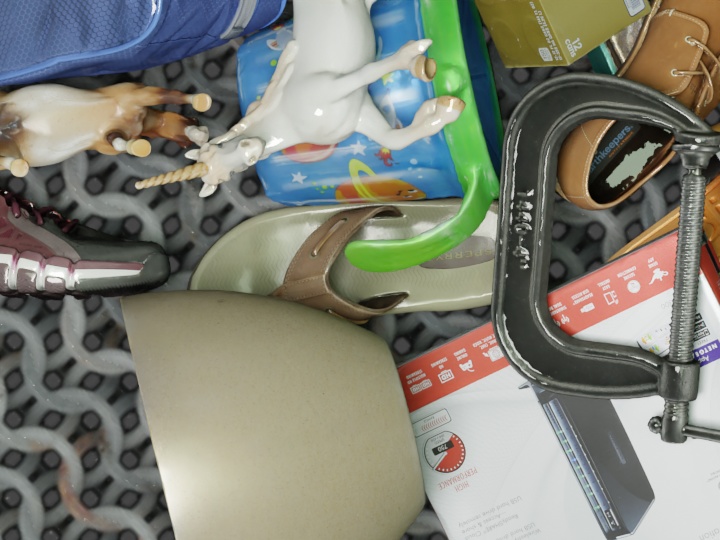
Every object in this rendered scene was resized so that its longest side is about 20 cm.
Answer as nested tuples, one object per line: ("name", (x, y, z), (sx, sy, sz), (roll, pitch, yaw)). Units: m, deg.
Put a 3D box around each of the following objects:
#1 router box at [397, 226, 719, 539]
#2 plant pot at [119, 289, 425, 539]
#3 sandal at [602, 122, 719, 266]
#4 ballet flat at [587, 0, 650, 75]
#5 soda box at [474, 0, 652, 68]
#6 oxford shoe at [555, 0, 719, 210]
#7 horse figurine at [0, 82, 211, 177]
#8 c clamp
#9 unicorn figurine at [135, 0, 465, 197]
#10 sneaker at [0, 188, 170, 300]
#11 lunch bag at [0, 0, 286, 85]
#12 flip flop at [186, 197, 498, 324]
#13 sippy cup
("router box", (0.135, 0.095, 1.496), (0.199, 0.049, 0.180), (-27, 90, 19))
("plant pot", (-0.041, 0.096, 1.451), (0.134, 0.200, 0.201), (-14, 90, -5))
("sandal", (0.201, -0.040, 1.510), (0.206, 0.079, 0.059), (-38, 132, 1))
("ballet flat", (0.136, -0.176, 1.530), (0.067, 0.068, 0.201), (-28, 100, -6))
("soda box", (0.075, -0.209, 1.435), (0.064, 0.068, 0.201), (-32, 107, -23))
("oxford shoe", (0.180, -0.110, 1.471), (0.071, 0.071, 0.200), (34, 95, -16))
("horse figurine", (-0.167, -0.073, 1.456), (0.199, 0.132, 0.050), (-10, 99, -18))
("c clamp", (0.150, -0.005, 1.439), (0.170, 0.027, 0.201), (2, 100, 23))
("unicorn figurine", (-0.014, -0.109, 1.407), (0.137, 0.074, 0.201), (-6, 52, 33))
("sneaker", (-0.203, -0.044, 1.510), (0.199, 0.076, 0.116), (2, 86, -1))
("lunch bag", (-0.144, -0.173, 1.466), (0.199, 0.132, 0.137), (-7, 92, 37))
("flip flop", (0.000, 0.000, 1.521), (0.199, 0.058, 0.082), (-7, 89, 1))
("sippy cup", (0.004, -0.094, 1.494), (0.130, 0.178, 0.140), (-11, 118, 9))
